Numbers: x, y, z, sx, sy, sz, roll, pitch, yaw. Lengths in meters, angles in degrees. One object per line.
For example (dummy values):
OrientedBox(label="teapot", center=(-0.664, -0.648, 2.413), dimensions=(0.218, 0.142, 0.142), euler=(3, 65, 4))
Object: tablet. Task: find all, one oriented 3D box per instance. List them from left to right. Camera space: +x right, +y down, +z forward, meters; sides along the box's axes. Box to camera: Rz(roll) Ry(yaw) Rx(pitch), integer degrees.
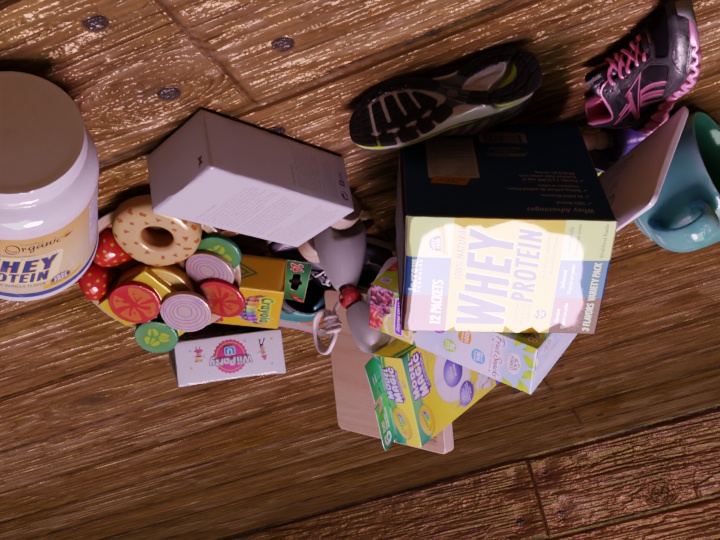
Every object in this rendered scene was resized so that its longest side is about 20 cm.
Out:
OrientedBox(label="tablet", center=(0.278, -0.084, 1.018), dimensions=(0.014, 0.130, 0.200), euler=(29, 156, -4))

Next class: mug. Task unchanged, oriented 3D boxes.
OrientedBox(label="mug", center=(0.379, -0.097, 1.125), dimensions=(0.114, 0.152, 0.185), euler=(-27, 169, 37))

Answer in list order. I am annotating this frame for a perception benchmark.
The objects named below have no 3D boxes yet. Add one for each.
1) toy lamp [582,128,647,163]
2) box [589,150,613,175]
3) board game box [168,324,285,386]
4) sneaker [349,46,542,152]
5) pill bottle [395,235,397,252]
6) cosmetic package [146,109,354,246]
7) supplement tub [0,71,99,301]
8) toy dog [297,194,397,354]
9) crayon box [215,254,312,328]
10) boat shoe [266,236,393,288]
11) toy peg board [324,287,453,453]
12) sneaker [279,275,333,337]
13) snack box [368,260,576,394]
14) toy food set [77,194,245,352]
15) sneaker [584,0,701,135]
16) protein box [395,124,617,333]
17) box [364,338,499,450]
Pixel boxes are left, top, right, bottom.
OrientedBox(label="toy lamp", center=(0.238, -0.144, 1.084), dimensions=(0.199, 0.058, 0.058), euler=(-8, 157, -6))
OrientedBox(label="box", center=(0.262, -0.089, 1.248), dimensions=(0.143, 0.036, 0.200), euler=(9, 151, -40))
OrientedBox(label="board game box", center=(-0.196, 0.114, 1.344), dimensions=(0.147, 0.064, 0.200), euler=(-6, -176, -15))
OrientedBox(label="sneaker", center=(0.087, -0.158, 0.958), dimensions=(0.199, 0.074, 0.081), euler=(-14, 160, 7))
OrientedBox(label="pill bottle", center=(0.149, -0.052, 1.178), dimensions=(0.200, 0.111, 0.111), euler=(-28, 152, 33))
OrientedBox(label="cosmetic package", center=(-0.114, -0.092, 1.004), dimensions=(0.101, 0.071, 0.200), euler=(-30, 151, 36))
OrientedBox(label="supplement tub", center=(-0.313, -0.072, 0.859), dimensions=(0.144, 0.145, 0.200), euler=(-5, 156, -17))
OrientedBox(label="toy dog", center=(0.000, 0.000, 1.138), dimensions=(0.096, 0.201, 0.132), euler=(-7, 174, -36))
OrientedBox(label="crayon box", center=(-0.167, 0.025, 1.213), dimensions=(0.199, 0.051, 0.127), euler=(5, 154, -6))
OrientedBox(label="boat shoe", center=(-0.032, -0.013, 1.237), dimensions=(0.200, 0.063, 0.073), euler=(9, 151, -39))
OrientedBox(label="toy peg board", center=(0.062, 0.120, 1.266), dimensions=(0.098, 0.200, 0.200), euler=(-15, -166, -42))
OrientedBox(label="sneaker", center=(-0.053, 0.050, 1.360), dimensions=(0.200, 0.072, 0.080), euler=(7, 155, -35))
OrientedBox(label="snack box", center=(0.137, 0.032, 1.036), dimensions=(0.169, 0.200, 0.068), euler=(-41, 143, -44))
OrientedBox(label="toy food set", center=(-0.233, 0.006, 1.103), dimensions=(0.200, 0.049, 0.198), euler=(-35, 122, 23))
OrientedBox(label="sneaker", center=(0.282, -0.202, 0.965), dimensions=(0.095, 0.079, 0.200), euler=(0, 155, -1))
OrientedBox(label="protein box", center=(0.138, -0.049, 0.974), dimensions=(0.198, 0.200, 0.135), euler=(1, 125, 0))
OrientedBox(label="box", center=(0.086, 0.121, 1.113), dimensions=(0.048, 0.118, 0.200), euler=(3, -156, 44))
